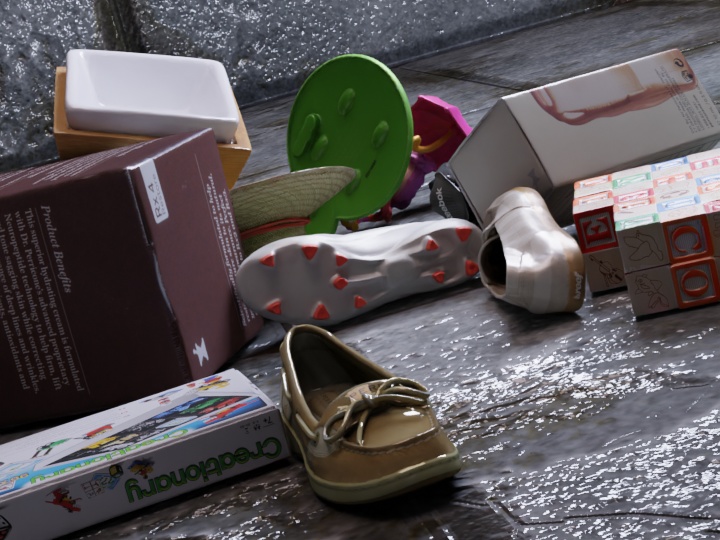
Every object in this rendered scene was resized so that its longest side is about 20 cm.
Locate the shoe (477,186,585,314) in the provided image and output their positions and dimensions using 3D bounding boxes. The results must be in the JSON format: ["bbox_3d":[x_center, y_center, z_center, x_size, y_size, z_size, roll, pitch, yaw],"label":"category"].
[{"bbox_3d":[0.109,-0.016,1.157,0.053,0.071,0.200,-7,13,-6],"label":"shoe"}]

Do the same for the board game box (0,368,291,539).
[{"bbox_3d":[-0.150,0.113,0.964,0.198,0.035,0.126,-18,11,-13],"label":"board game box"}]

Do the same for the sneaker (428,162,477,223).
[{"bbox_3d":[0.109,-0.068,1.435,0.090,0.067,0.200,-20,9,-8],"label":"sneaker"}]

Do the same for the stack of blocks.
[{"bbox_3d":[0.206,-0.026,1.115,0.114,0.059,0.200,-13,12,10],"label":"stack of blocks"}]

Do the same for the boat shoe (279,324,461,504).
[{"bbox_3d":[-0.004,0.075,0.888,0.072,0.064,0.201,-17,12,-11],"label":"boat shoe"}]

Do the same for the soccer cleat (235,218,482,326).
[{"bbox_3d":[0.000,0.000,1.251,0.198,0.070,0.078,-10,5,-12],"label":"soccer cleat"}]

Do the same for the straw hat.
[{"bbox_3d":[-0.081,-0.013,1.349,0.199,0.086,0.201,-17,-7,-2],"label":"straw hat"}]

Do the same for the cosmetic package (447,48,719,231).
[{"bbox_3d":[0.182,-0.099,1.306,0.199,0.088,0.103,-19,-18,-35],"label":"cosmetic package"}]

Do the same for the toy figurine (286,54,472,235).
[{"bbox_3d":[0.031,-0.100,1.568,0.183,0.201,0.150,1,36,-51],"label":"toy figurine"}]

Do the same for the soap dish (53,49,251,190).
[{"bbox_3d":[-0.179,-0.121,1.374,0.155,0.082,0.200,4,21,-11],"label":"soap dish"}]

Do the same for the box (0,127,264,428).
[{"bbox_3d":[-0.204,0.006,1.209,0.198,0.168,0.164,-11,11,18],"label":"box"}]
